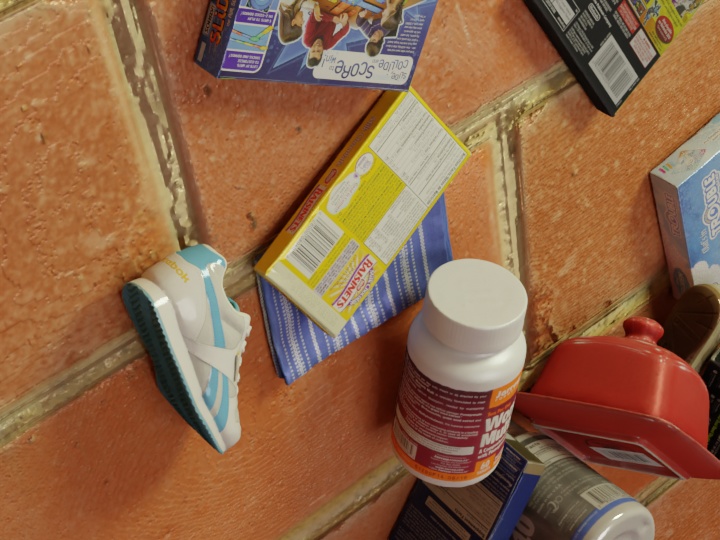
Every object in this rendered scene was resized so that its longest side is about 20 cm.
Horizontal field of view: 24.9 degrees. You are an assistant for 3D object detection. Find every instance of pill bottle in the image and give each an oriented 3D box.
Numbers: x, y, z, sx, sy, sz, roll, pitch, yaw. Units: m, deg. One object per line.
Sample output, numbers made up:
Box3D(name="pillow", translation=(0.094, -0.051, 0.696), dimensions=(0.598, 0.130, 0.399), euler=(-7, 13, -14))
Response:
Box3D(name="pill bottle", translation=(0.185, 0.233, 1.627), dimensions=(0.113, 0.200, 0.115), euler=(-24, 131, -31))
Box3D(name="pill bottle", translation=(0.092, 0.094, 1.490), dimensions=(0.109, 0.110, 0.201), euler=(-23, 140, -31))

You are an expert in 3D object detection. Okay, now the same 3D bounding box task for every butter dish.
Box3D(name="butter dish", translation=(0.276, 0.119, 1.679), dimensions=(0.199, 0.199, 0.149), euler=(37, 65, -49))

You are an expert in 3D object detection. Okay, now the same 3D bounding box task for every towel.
Box3D(name="towel", translation=(0.000, 0.000, 1.423), dimensions=(0.199, 0.024, 0.146), euler=(-31, 134, -25))

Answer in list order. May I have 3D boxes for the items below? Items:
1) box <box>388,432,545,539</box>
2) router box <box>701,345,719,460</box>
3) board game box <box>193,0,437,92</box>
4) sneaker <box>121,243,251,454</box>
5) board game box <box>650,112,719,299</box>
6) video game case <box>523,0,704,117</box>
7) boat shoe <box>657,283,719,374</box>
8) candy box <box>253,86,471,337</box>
Box3D(name="box", translation=(0.096, 0.245, 1.608), dimensions=(0.032, 0.121, 0.201), euler=(15, 107, -41))
Box3D(name="router box", translation=(0.425, 0.114, 1.814), dimensions=(0.150, 0.062, 0.201), euler=(-49, 162, -29))
Box3D(name="board game box", translation=(-0.023, -0.209, 1.246), dimensions=(0.199, 0.034, 0.136), euler=(-1, 118, -44))
Box3D(name="sneaker", translation=(-0.123, 0.069, 1.312), dimensions=(0.081, 0.076, 0.201), euler=(-36, 139, -23))
Box3D(name="board game box", translation=(0.403, -0.087, 1.737), dimensions=(0.199, 0.043, 0.201), euler=(-39, 138, -16))
Box3D(name="video game case", translation=(0.240, -0.263, 1.473), dimensions=(0.181, 0.025, 0.200), euler=(-51, 139, -4))
Box3D(name="boat shoe", translation=(0.343, 0.095, 1.758), dimensions=(0.064, 0.071, 0.200), euler=(-7, 141, -45))
Box3D(name="candy box", translation=(0.004, -0.051, 1.368), dimensions=(0.200, 0.026, 0.102), euler=(-53, 132, -8))
